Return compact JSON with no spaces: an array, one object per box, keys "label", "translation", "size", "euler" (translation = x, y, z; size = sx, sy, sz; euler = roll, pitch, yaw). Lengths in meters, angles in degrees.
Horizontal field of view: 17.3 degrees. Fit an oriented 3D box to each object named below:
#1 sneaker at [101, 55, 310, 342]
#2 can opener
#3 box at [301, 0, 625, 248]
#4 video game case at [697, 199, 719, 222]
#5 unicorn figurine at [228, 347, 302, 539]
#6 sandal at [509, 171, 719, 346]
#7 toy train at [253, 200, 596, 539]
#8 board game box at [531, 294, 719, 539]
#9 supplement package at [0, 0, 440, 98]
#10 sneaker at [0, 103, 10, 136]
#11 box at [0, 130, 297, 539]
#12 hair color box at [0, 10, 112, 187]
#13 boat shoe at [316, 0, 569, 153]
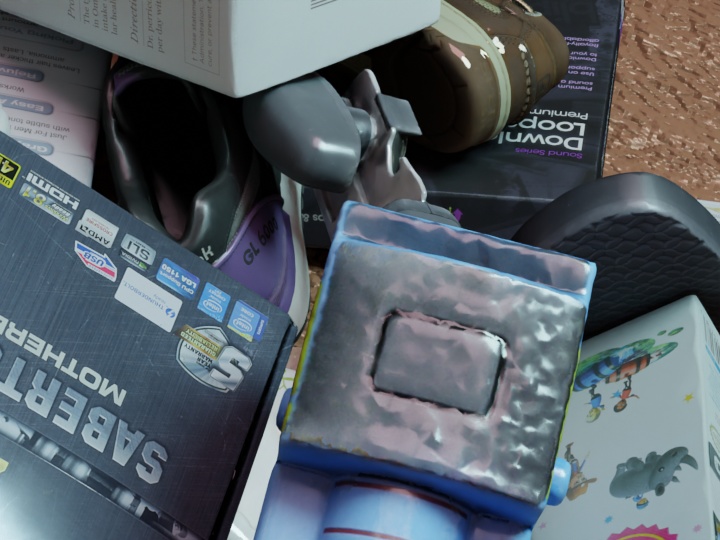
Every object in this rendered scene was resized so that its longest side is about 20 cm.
[{"label":"sneaker","translation":[-0.061,-0.064,0.884],"size":[0.075,0.088,0.200],"euler":[-18,50,7]},{"label":"can opener","translation":[0.000,0.000,0.797],"size":[0.067,0.053,0.200],"euler":[13,34,-25]},{"label":"box","translation":[0.035,-0.074,0.992],"size":[0.142,0.036,0.200],"euler":[3,37,8]},{"label":"video game case","translation":[0.144,0.032,0.936],"size":[0.199,0.023,0.182],"euler":[7,38,-13]},{"label":"unicorn figurine","translation":[-0.039,0.078,0.775],"size":[0.137,0.074,0.200],"euler":[25,21,12]},{"label":"sandal","translation":[0.088,0.012,0.782],"size":[0.076,0.200,0.043],"euler":[-15,66,9]},{"label":"toy train","translation":[0.004,0.085,0.607],"size":[0.086,0.114,0.201],"euler":[14,71,3]},{"label":"board game box","translation":[0.107,0.129,0.690],"size":[0.064,0.148,0.200],"euler":[-24,31,20]},{"label":"supplement package","translation":[-0.077,-0.156,0.875],"size":[0.200,0.117,0.117],"euler":[23,34,35]},{"label":"sneaker","translation":[-0.191,-0.113,0.850],"size":[0.074,0.080,0.200],"euler":[-27,49,-37]},{"label":"box","translation":[-0.126,0.028,0.624],"size":[0.200,0.051,0.158],"euler":[33,46,-13]},{"label":"hair color box","translation":[-0.149,-0.061,0.911],"size":[0.099,0.061,0.200],"euler":[10,36,-7]},{"label":"boat shoe","translation":[0.002,-0.114,0.965],"size":[0.075,0.075,0.202],"euler":[-27,51,-32]}]
